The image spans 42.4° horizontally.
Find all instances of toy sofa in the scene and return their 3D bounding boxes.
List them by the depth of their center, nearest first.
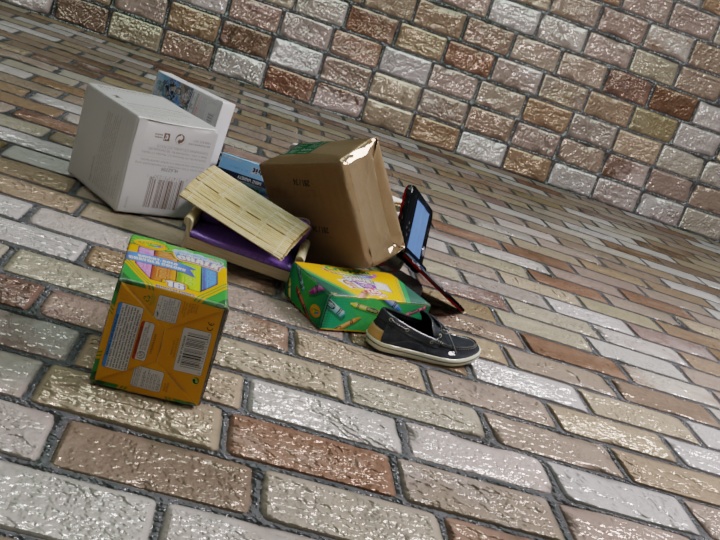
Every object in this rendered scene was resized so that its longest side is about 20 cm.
[{"bbox_3d":[-0.179,-0.052,1.469,0.197,0.099,0.083,19,22,-2],"label":"toy sofa"}]

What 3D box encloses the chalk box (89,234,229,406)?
[{"bbox_3d":[-0.225,0.045,1.065,0.122,0.127,0.200,15,15,-14],"label":"chalk box"}]

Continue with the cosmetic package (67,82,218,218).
[{"bbox_3d":[-0.383,-0.208,1.624,0.166,0.169,0.199,2,22,-45],"label":"cosmetic package"}]

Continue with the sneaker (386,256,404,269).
[{"bbox_3d":[0.061,-0.048,1.696,0.081,0.077,0.200,43,-6,0],"label":"sneaker"}]

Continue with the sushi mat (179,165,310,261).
[{"bbox_3d":[-0.181,-0.092,1.452,0.198,0.012,0.096,32,48,12],"label":"sushi mat"}]

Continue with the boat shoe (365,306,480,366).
[{"bbox_3d":[0.102,0.097,1.393,0.197,0.063,0.075,13,15,-26],"label":"boat shoe"}]

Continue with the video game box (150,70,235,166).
[{"bbox_3d":[-0.340,-0.251,1.754,0.180,0.203,0.047,28,14,27],"label":"video game box"}]

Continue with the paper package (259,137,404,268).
[{"bbox_3d":[-0.046,-0.110,1.518,0.198,0.194,0.103,4,26,44],"label":"paper package"}]

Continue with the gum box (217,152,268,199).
[{"bbox_3d":[-0.185,-0.155,1.766,0.167,0.045,0.200,18,-10,-3],"label":"gum box"}]

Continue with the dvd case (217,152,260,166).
[{"bbox_3d":[-0.221,-0.191,1.842,0.196,0.025,0.150,15,-9,5],"label":"dvd case"}]

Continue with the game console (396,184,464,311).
[{"bbox_3d":[0.132,-0.036,1.612,0.116,0.176,0.200,11,-7,16],"label":"game console"}]

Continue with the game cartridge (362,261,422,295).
[{"bbox_3d":[0.000,0.000,1.639,0.198,0.042,0.132,30,23,30],"label":"game cartridge"}]

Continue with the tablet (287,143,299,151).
[{"bbox_3d":[-0.091,-0.126,1.657,0.128,0.202,0.014,17,36,-8],"label":"tablet"}]

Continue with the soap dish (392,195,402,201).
[{"bbox_3d":[0.009,-0.126,1.973,0.197,0.083,0.157,20,16,3],"label":"soap dish"}]

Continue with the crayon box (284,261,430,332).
[{"bbox_3d":[-0.005,0.045,1.439,0.197,0.059,0.119,7,20,-37],"label":"crayon box"}]

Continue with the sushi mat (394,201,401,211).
[{"bbox_3d":[-0.002,-0.099,1.755,0.094,0.012,0.199,1,-13,-38],"label":"sushi mat"}]
